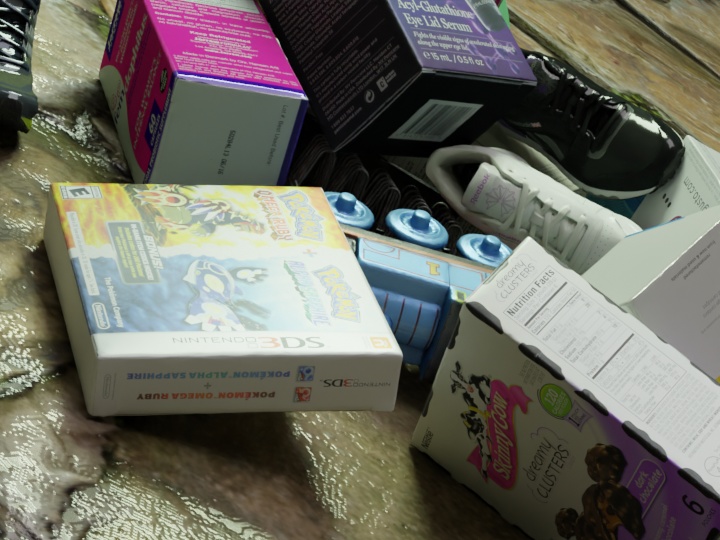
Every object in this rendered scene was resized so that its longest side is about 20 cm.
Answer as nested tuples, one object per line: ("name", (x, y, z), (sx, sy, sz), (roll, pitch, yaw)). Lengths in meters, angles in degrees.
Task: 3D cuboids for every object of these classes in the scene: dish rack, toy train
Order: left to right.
("dish rack", (0.012, -0.048, 1.545), (0.152, 0.055, 0.200), (29, 8, -9))
("toy train", (0.030, 0.014, 1.396), (0.198, 0.087, 0.115), (16, 27, -9))

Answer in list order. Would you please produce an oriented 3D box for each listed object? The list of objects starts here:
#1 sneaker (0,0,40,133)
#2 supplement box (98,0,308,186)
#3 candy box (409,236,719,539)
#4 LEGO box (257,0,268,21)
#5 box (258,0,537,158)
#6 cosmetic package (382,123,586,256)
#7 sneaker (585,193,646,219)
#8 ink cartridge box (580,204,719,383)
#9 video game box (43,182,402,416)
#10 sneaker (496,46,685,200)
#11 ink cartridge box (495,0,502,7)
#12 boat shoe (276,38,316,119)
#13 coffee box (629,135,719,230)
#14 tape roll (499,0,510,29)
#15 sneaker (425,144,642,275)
("sneaker", (-0.255, -0.164, 1.427), (0.073, 0.081, 0.200), (19, 24, -30))
("supplement box", (-0.118, -0.133, 1.500), (0.102, 0.102, 0.200), (8, 28, -20))
("candy box", (0.139, 0.103, 1.259), (0.199, 0.168, 0.072), (38, 56, 15))
("LEGO box", (-0.082, -0.279, 1.833), (0.199, 0.150, 0.077), (8, 30, -46))
("box", (0.017, -0.194, 1.550), (0.147, 0.104, 0.201), (-2, 59, -51))
("cosmetic package", (0.076, -0.083, 1.685), (0.200, 0.106, 0.071), (39, 19, 13))
("sneaker", (0.248, -0.032, 1.698), (0.079, 0.202, 0.130), (2, 17, 32))
("ink cartridge box", (0.222, 0.081, 1.328), (0.125, 0.128, 0.201), (-39, 100, -31))
("video game box", (-0.087, 0.014, 1.239), (0.180, 0.047, 0.200), (2, 31, -19))
("sneaker", (0.154, -0.119, 1.578), (0.199, 0.076, 0.088), (29, -8, 42))
("ink cartridge box", (0.015, -0.269, 1.722), (0.200, 0.042, 0.119), (44, 46, 12))
("boat shoe", (-0.046, -0.154, 1.657), (0.198, 0.066, 0.074), (23, -20, 11))
("coffee box", (0.289, 0.061, 1.530), (0.199, 0.199, 0.200), (27, 20, -18))
("tape roll", (0.054, -0.214, 1.833), (0.048, 0.203, 0.199), (-3, -8, 42))
("sneaker", (0.127, -0.032, 1.523), (0.199, 0.075, 0.099), (33, 11, 33))
